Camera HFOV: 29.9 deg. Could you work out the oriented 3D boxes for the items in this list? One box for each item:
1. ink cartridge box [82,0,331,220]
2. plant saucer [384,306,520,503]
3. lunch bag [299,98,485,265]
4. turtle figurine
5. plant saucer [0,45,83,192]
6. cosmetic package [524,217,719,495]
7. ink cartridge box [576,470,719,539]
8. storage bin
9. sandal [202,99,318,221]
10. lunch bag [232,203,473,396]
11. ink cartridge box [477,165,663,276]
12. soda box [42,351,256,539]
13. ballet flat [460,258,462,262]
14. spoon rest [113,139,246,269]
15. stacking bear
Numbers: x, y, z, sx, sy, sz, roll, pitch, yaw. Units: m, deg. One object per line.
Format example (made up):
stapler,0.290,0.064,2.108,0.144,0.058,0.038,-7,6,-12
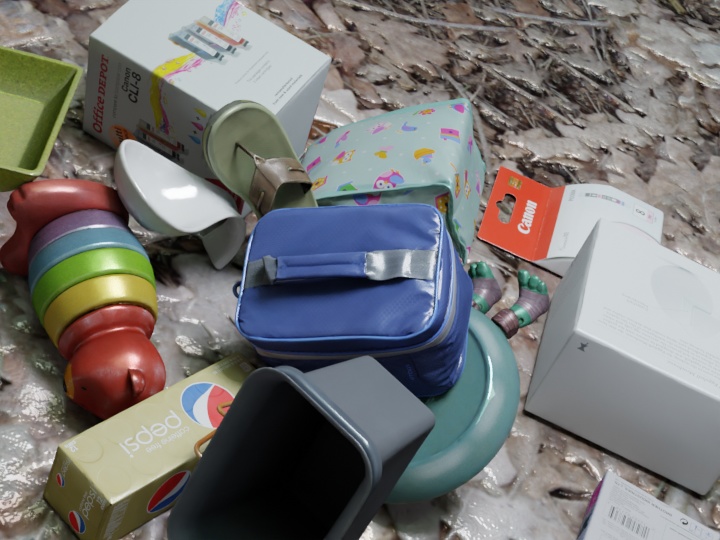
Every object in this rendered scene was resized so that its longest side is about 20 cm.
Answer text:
ink cartridge box,-0.160,-0.179,1.365,0.200,0.146,0.145,32,52,9
plant saucer,0.038,0.103,1.167,0.199,0.027,0.201,-8,58,13
lunch bag,0.018,-0.081,1.387,0.199,0.122,0.171,-6,36,16
turtle figurine,0.083,0.072,1.267,0.149,0.101,0.200,27,53,32
plant saucer,-0.364,-0.141,1.195,0.199,0.048,0.200,14,34,-8
cosmetic package,0.290,0.083,1.350,0.199,0.123,0.200,26,36,0
ink cartridge box,0.238,0.273,1.169,0.119,0.042,0.200,29,35,5
storage bin,-0.043,0.154,1.039,0.145,0.200,0.134,41,29,19
sandal,-0.074,-0.077,1.254,0.080,0.201,0.057,-44,36,-16
lunch bag,-0.012,0.020,1.137,0.199,0.132,0.136,-3,59,16
ink cartridge box,0.246,-0.053,1.546,0.199,0.057,0.163,29,38,-4
soda box,-0.153,0.142,1.082,0.068,0.064,0.200,42,40,20
ballet flat,0.000,0.000,1.272,0.199,0.064,0.076,-18,16,-12
spoon rest,-0.159,-0.059,1.225,0.100,0.061,0.200,61,10,24
stacking bear,-0.223,0.035,1.139,0.113,0.122,0.201,-8,58,-26
